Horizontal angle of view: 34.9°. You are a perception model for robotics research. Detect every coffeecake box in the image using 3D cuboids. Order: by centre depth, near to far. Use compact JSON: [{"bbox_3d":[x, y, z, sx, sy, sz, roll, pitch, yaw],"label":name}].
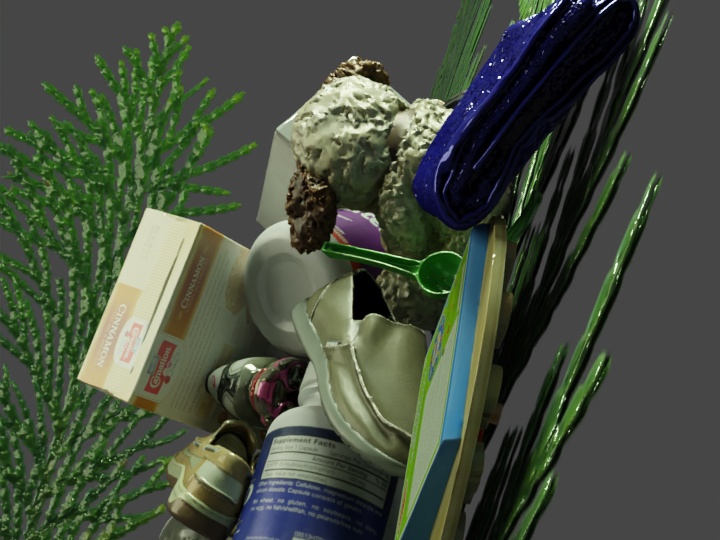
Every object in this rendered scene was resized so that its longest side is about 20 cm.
[{"bbox_3d":[-0.125,0.058,0.992,0.200,0.073,0.155,32,-103,-51],"label":"coffeecake box"}]

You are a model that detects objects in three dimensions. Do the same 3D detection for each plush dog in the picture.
[{"bbox_3d":[0.028,-0.080,0.870,0.161,0.170,0.201,111,177,-56],"label":"plush dog"}]

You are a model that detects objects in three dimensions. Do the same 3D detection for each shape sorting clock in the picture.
[{"bbox_3d":[0.056,0.071,0.611,0.200,0.039,0.202,-166,90,-89],"label":"shape sorting clock"}]

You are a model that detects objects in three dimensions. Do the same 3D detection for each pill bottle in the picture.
[{"bbox_3d":[-0.023,0.168,0.840,0.120,0.119,0.202,111,177,-59],"label":"pill bottle"},{"bbox_3d":[0.000,0.000,0.986,0.199,0.112,0.113,-17,-47,-52],"label":"pill bottle"}]

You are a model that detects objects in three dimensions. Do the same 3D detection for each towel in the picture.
[{"bbox_3d":[0.081,-0.095,0.667,0.148,0.049,0.200,-50,4,3],"label":"towel"}]

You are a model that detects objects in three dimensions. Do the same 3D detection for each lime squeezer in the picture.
[{"bbox_3d":[0.064,-0.014,0.776,0.199,0.071,0.038,-11,30,48],"label":"lime squeezer"}]

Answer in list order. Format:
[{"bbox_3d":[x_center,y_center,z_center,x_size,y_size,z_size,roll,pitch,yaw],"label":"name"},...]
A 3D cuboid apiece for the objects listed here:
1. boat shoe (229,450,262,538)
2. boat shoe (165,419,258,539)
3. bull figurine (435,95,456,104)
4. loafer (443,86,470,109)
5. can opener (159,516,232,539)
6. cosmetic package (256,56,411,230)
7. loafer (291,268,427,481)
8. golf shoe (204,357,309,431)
[{"bbox_3d":[-0.096,0.200,1.006,0.201,0.063,0.074,137,149,-60],"label":"boat shoe"},{"bbox_3d":[-0.107,0.155,0.907,0.077,0.071,0.200,-60,10,-4],"label":"boat shoe"},{"bbox_3d":[0.087,-0.114,1.165,0.200,0.064,0.123,-91,17,-84],"label":"bull figurine"},{"bbox_3d":[0.065,-0.092,1.037,0.063,0.072,0.200,-24,-14,-29],"label":"loafer"},{"bbox_3d":[-0.090,0.270,1.007,0.067,0.198,0.054,11,-83,-68],"label":"can opener"},{"bbox_3d":[-0.027,-0.094,1.064,0.113,0.081,0.200,-46,-5,-23],"label":"cosmetic package"},{"bbox_3d":[0.011,0.064,0.774,0.070,0.075,0.200,-50,40,15],"label":"loafer"},{"bbox_3d":[-0.043,0.111,0.978,0.199,0.091,0.073,28,-106,-47],"label":"golf shoe"}]
